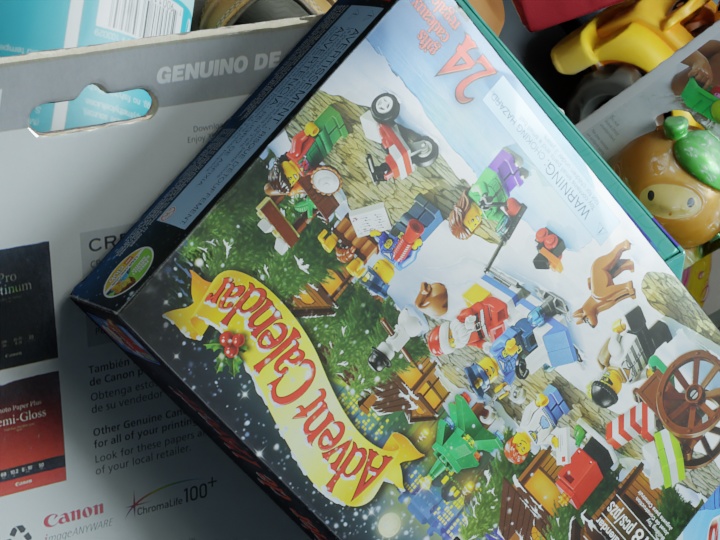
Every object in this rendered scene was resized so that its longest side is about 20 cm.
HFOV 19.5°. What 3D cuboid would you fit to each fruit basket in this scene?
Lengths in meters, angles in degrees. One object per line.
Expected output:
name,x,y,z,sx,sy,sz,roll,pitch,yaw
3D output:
fruit basket,0.195,-0.024,1.047,0.185,0.200,0.094,47,36,-13

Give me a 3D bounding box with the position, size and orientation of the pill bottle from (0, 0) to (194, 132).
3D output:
pill bottle,-0.124,-0.034,0.746,0.111,0.111,0.200,16,78,-40

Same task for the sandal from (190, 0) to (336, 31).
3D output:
sandal,-0.038,-0.077,0.784,0.082,0.055,0.200,12,68,-8

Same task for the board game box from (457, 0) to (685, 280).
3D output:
board game box,0.000,0.000,0.812,0.200,0.045,0.152,-32,65,-11

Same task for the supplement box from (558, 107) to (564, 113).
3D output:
supplement box,0.040,0.033,0.895,0.074,0.126,0.200,18,52,-40

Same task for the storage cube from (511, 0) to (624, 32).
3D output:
storage cube,0.138,-0.264,1.123,0.200,0.180,0.171,-86,152,-51

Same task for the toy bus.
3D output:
toy bus,0.232,-0.094,1.150,0.200,0.192,0.136,54,38,0

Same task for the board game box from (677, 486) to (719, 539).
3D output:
board game box,0.103,0.140,0.781,0.196,0.056,0.200,6,89,-45

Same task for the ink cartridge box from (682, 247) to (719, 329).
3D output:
ink cartridge box,0.198,0.086,0.967,0.147,0.200,0.146,29,44,-32

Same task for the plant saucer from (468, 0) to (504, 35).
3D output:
plant saucer,0.025,-0.189,1.049,0.200,0.037,0.200,-23,90,-79

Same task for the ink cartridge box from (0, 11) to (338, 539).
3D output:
ink cartridge box,-0.095,0.010,0.643,0.200,0.084,0.176,-11,110,-32

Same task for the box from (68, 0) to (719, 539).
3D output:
box,0.027,0.026,0.641,0.137,0.038,0.200,-50,117,-14
